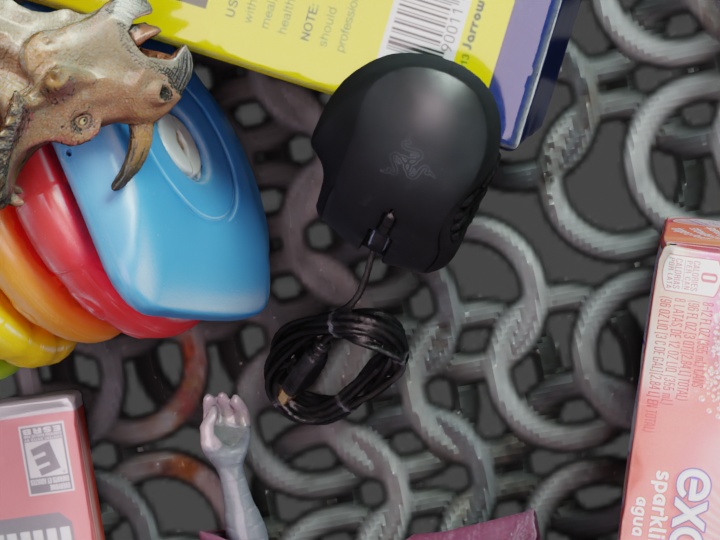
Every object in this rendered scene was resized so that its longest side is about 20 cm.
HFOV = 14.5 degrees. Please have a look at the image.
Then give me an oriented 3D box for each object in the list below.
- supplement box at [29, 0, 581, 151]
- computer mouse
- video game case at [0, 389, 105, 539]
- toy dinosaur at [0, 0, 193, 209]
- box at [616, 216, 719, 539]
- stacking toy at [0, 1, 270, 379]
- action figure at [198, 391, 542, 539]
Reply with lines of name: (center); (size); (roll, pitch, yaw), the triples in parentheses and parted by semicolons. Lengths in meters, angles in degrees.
supplement box: (-0.023, -0.123, 0.939); (0.199, 0.109, 0.110); (17, 99, 5)
computer mouse: (0.000, 0.000, 0.927); (0.058, 0.034, 0.200); (20, 143, 0)
video game case: (-0.155, 0.151, 1.033); (0.142, 0.017, 0.201); (-8, 95, 8)
toy dinosaur: (-0.166, -0.059, 0.895); (0.199, 0.086, 0.136); (-11, 121, 38)
box: (0.133, 0.089, 0.946); (0.094, 0.103, 0.201); (8, 96, 7)
stacking toy: (-0.139, 0.002, 0.982); (0.199, 0.110, 0.117); (-29, 77, 20)
action figure: (-0.019, 0.137, 0.979); (0.199, 0.134, 0.150); (0, 123, 21)
